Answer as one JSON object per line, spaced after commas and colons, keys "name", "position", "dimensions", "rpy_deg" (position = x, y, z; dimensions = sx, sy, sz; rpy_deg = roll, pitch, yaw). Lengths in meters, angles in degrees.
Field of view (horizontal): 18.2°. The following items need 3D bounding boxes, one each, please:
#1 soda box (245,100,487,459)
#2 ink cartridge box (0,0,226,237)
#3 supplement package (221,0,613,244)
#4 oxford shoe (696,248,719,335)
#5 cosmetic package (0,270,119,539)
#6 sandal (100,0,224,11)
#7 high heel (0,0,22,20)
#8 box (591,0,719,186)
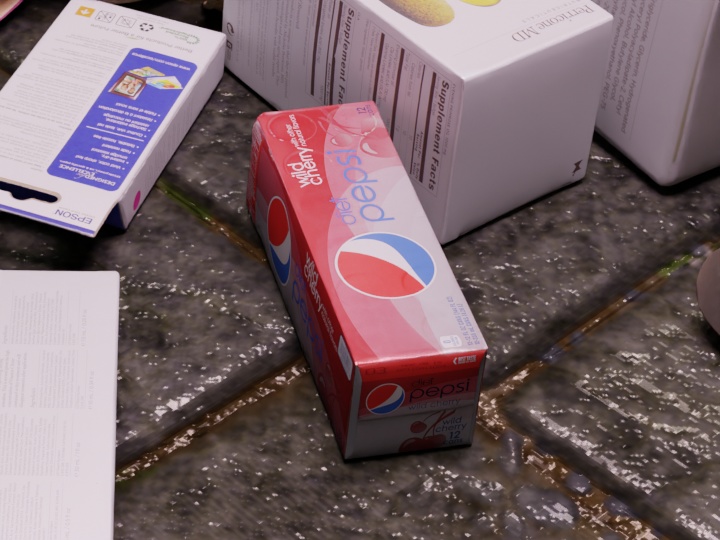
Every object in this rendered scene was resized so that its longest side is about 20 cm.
{"name": "soda box", "position": [0.000, 0.000, 1.117], "dimensions": [0.069, 0.064, 0.201], "rpy_deg": [-7, 42, -15]}
{"name": "ink cartridge box", "position": [-0.149, -0.077, 1.211], "dimensions": [0.094, 0.037, 0.200], "rpy_deg": [15, 38, 9]}
{"name": "supplement package", "position": [0.027, -0.126, 1.235], "dimensions": [0.113, 0.110, 0.200], "rpy_deg": [-25, 49, -32]}
{"name": "oxford shoe", "position": [0.267, 0.030, 1.131], "dimensions": [0.198, 0.072, 0.071], "rpy_deg": [16, 12, 12]}
{"name": "cosmetic package", "position": [-0.184, 0.079, 1.005], "dimensions": [0.149, 0.052, 0.201], "rpy_deg": [3, 39, -7]}
{"name": "sandal", "position": [-0.059, -0.185, 1.325], "dimensions": [0.070, 0.078, 0.211], "rpy_deg": [44, 42, 19]}
{"name": "high heel", "position": [-0.224, -0.140, 1.253], "dimensions": [0.095, 0.068, 0.200], "rpy_deg": [-5, 27, 2]}
{"name": "box", "position": [0.206, -0.192, 1.269], "dimensions": [0.198, 0.201, 0.171], "rpy_deg": [-21, 48, -31]}
